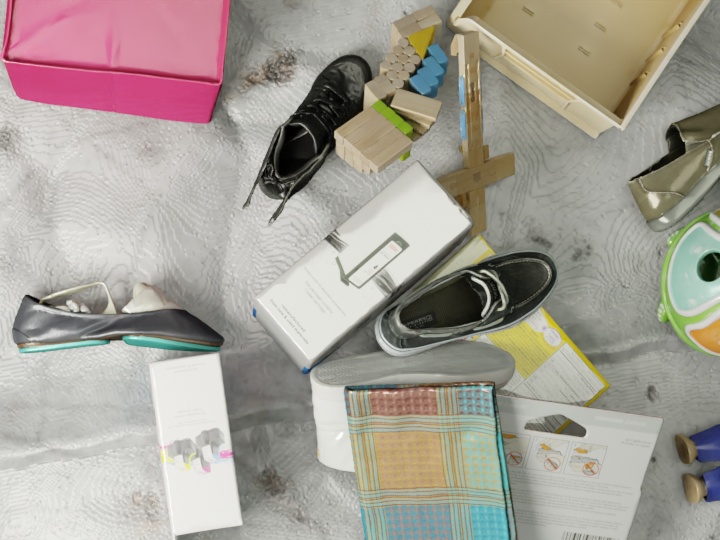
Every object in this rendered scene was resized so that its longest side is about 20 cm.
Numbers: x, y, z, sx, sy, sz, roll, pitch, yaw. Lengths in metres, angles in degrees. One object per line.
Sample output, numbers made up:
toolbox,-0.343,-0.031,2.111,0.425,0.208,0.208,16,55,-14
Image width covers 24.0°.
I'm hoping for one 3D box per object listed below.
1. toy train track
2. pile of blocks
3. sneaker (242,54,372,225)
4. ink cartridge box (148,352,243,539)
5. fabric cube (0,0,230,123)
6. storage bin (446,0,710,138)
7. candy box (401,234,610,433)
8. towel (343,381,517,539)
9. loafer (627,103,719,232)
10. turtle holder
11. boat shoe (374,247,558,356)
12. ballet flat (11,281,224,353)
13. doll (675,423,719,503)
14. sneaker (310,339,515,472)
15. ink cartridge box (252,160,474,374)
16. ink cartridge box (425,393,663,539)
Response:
toy train track,0.100,-0.134,1.652,0.115,0.033,0.200,-21,116,-41
pile of blocks,0.042,-0.162,1.638,0.082,0.062,0.200,20,61,10
sneaker,-0.047,-0.129,1.623,0.060,0.104,0.200,35,82,-3
ink cartridge box,-0.152,0.180,1.580,0.068,0.115,0.200,-7,87,-7
fabric cube,-0.220,-0.255,1.564,0.200,0.199,0.196,6,86,-7
storage bin,0.221,-0.269,1.673,0.199,0.094,0.200,35,83,-4
candy box,0.143,0.072,1.670,0.102,0.026,0.200,-41,91,-4
towel,0.066,0.195,1.580,0.147,0.022,0.200,-3,115,12
loafer,0.343,-0.128,1.686,0.070,0.075,0.200,44,82,-6
turtle holder,0.380,-0.005,1.653,0.141,0.132,0.186,40,82,-2
boat shoe,0.111,0.030,1.610,0.200,0.071,0.072,-25,85,-21
ballet flat,-0.229,0.044,1.606,0.200,0.073,0.073,0,86,-5
doll,0.417,0.171,1.686,0.200,0.048,0.137,-11,88,-8
sneaker,0.050,0.135,1.630,0.200,0.074,0.116,-7,117,-12
ink cartridge box,0.000,0.000,1.597,0.200,0.146,0.084,-41,86,-9
ink cartridge box,0.169,0.188,1.613,0.200,0.044,0.174,9,117,-6
